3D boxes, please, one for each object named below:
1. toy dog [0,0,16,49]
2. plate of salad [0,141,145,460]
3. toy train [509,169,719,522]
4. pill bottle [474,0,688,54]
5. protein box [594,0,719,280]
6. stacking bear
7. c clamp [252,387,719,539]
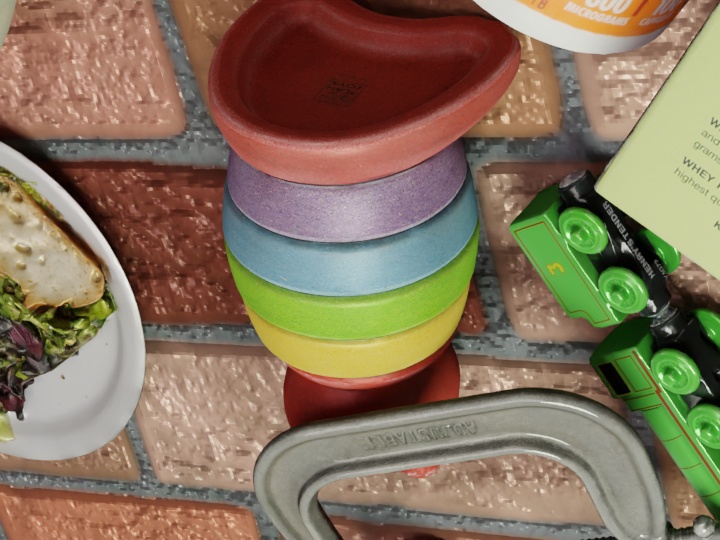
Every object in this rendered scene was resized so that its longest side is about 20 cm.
[{"bbox_3d":[-0.219,-0.144,0.859,0.139,0.200,0.194,22,129,18],"label":"toy dog"},{"bbox_3d":[-0.198,0.017,1.058,0.200,0.048,0.200,16,128,22],"label":"plate of salad"},{"bbox_3d":[0.131,0.044,0.880,0.056,0.042,0.200,-19,109,50],"label":"toy train"},{"bbox_3d":[0.107,-0.176,0.694,0.114,0.114,0.200,39,133,3],"label":"pill bottle"},{"bbox_3d":[0.223,-0.066,0.683,0.198,0.135,0.200,36,133,7],"label":"protein box"},{"bbox_3d":[0.000,0.000,0.889,0.121,0.114,0.200,14,131,24],"label":"stacking bear"},{"bbox_3d":[0.059,0.113,0.904,0.200,0.027,0.171,-6,136,18],"label":"c clamp"}]
